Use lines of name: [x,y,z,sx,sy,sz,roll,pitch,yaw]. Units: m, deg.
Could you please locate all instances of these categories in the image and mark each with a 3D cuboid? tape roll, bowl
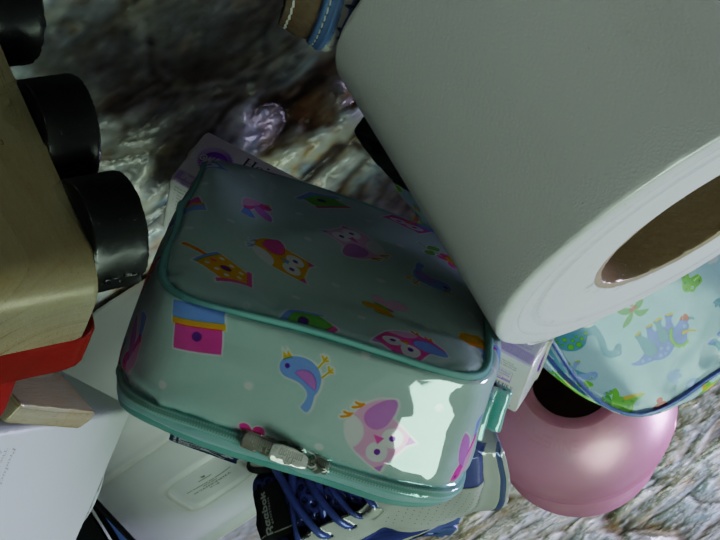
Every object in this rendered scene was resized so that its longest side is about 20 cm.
tape roll: [0.108,-0.080,1.014,0.202,0.140,0.203,-30,165,-9]
bowl: [-0.098,0.088,1.327,0.199,0.075,0.200,-33,150,7]

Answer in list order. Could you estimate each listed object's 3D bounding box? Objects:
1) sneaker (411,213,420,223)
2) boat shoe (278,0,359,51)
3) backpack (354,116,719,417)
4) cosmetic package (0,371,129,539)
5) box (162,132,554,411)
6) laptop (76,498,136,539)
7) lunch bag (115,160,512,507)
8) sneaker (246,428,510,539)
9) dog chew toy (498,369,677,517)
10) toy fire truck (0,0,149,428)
sneaker: [0.076,-0.036,1.305,0.200,0.090,0.078,-41,108,-11]
boat shoe: [-0.019,-0.183,0.981,0.072,0.072,0.201,12,125,0]
backpack: [0.117,-0.023,1.207,0.163,0.154,0.201,-33,129,-10]
cosmetic package: [-0.187,0.097,1.090,0.102,0.074,0.200,-65,166,7]
box: [0.000,0.000,1.167,0.039,0.199,0.042,-55,167,-38]
laptop: [-0.154,0.187,1.267,0.199,0.104,0.177,-8,157,1]
lunch bag: [-0.015,0.028,1.038,0.160,0.200,0.077,20,109,-4]
sneaker: [0.004,0.113,1.275,0.115,0.081,0.200,-17,164,-16]
dog chew toy: [0.135,0.097,1.510,0.124,0.125,0.200,-28,159,-4]
toy fire truck: [-0.164,-0.012,1.011,0.128,0.177,0.200,-12,149,-29]
